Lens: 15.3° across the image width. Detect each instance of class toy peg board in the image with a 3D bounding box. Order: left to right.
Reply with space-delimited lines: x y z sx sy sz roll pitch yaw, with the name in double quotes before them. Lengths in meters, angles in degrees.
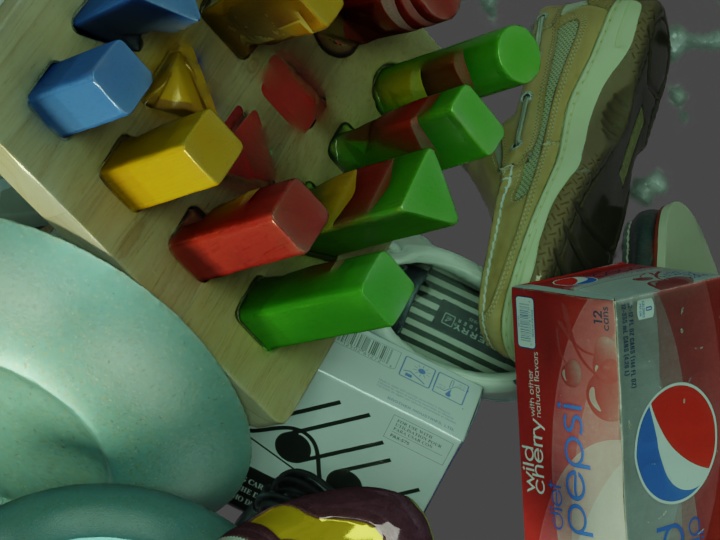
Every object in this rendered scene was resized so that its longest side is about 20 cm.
"toy peg board" -0.031 -0.079 1.092 0.199 0.098 0.201 47 54 -24

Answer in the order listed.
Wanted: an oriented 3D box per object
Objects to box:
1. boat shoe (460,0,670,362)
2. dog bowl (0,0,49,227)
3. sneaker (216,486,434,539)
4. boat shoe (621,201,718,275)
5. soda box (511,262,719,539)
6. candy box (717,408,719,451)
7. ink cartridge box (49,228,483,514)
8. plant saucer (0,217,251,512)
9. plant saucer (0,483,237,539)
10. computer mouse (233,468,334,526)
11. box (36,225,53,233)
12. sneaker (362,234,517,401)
"boat shoe" 0.079 -0.042 1.198 0.076 0.072 0.201 8 49 20
"dog bowl" -0.150 -0.118 1.175 0.199 0.059 0.201 -4 59 7
"sneaker" -0.060 0.142 1.031 0.199 0.090 0.075 -25 87 -6
"boat shoe" 0.129 0.070 1.208 0.062 0.071 0.201 -7 81 35
"soda box" 0.112 0.101 1.121 0.070 0.063 0.201 -11 102 -40
"candy box" 0.239 0.099 1.179 0.199 0.055 0.116 -11 83 -29
"ink cartridge box" -0.055 0.052 1.183 0.199 0.044 0.094 26 126 0
"plant saucer" -0.144 0.057 1.126 0.200 0.201 0.039 27 54 0
"plant saucer" -0.106 0.187 1.082 0.199 0.027 0.202 0 84 -4
"computer mouse" -0.022 0.184 1.143 0.140 0.201 0.046 36 40 26
"box" -0.079 -0.088 1.221 0.199 0.050 0.076 -29 85 -7
"sneaker" 0.000 0.000 1.203 0.199 0.071 0.073 20 82 -1
